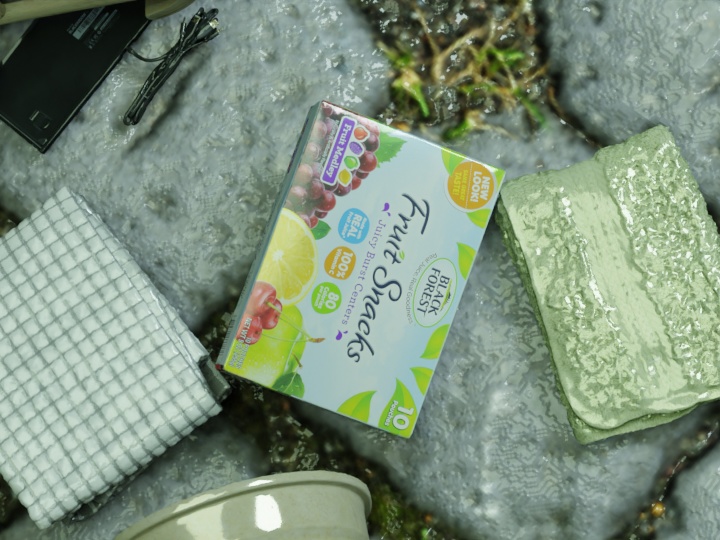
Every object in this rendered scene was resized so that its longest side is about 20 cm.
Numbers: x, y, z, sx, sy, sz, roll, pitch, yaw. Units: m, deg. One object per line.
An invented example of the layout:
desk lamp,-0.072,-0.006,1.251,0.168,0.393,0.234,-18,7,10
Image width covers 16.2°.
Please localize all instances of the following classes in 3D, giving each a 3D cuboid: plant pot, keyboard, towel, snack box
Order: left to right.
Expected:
towel,-0.205,0.066,1.798,0.166,0.086,0.200,-38,76,-1
keyboard,-0.179,-0.169,1.865,0.127,0.021,0.200,39,90,21
plant pot,-0.061,0.258,1.657,0.200,0.200,0.184,-22,66,7
snack box,0.000,0.000,1.760,0.142,0.053,0.200,21,85,-10
towel,0.187,0.009,1.752,0.148,0.036,0.200,-20,77,6

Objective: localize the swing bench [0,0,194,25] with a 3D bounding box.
swing bench,-0.199,-0.291,1.826,0.200,0.130,0.199,-1,76,11
